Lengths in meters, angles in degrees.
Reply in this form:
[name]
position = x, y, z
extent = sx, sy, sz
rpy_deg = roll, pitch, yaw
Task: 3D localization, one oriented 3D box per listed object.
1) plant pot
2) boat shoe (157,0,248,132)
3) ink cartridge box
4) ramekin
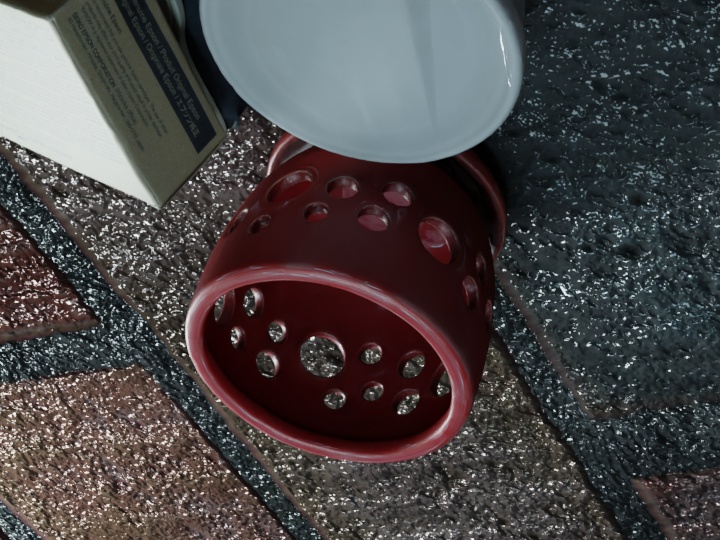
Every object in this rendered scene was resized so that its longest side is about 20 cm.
[plant pot]
position = 0.000, 0.000, 1.303
extent = 0.198, 0.184, 0.201
rpy_deg = 12, 143, 9
[boat shoe]
position = -0.113, -0.167, 1.239
extent = 0.075, 0.062, 0.201
rpy_deg = 24, 150, 38
[ink cartridge box]
position = -0.200, -0.146, 1.242
extent = 0.199, 0.075, 0.165
rpy_deg = 23, 152, 40
[ramekin]
position = 0.011, -0.167, 1.167
extent = 0.200, 0.095, 0.203
rpy_deg = 13, 142, 10
